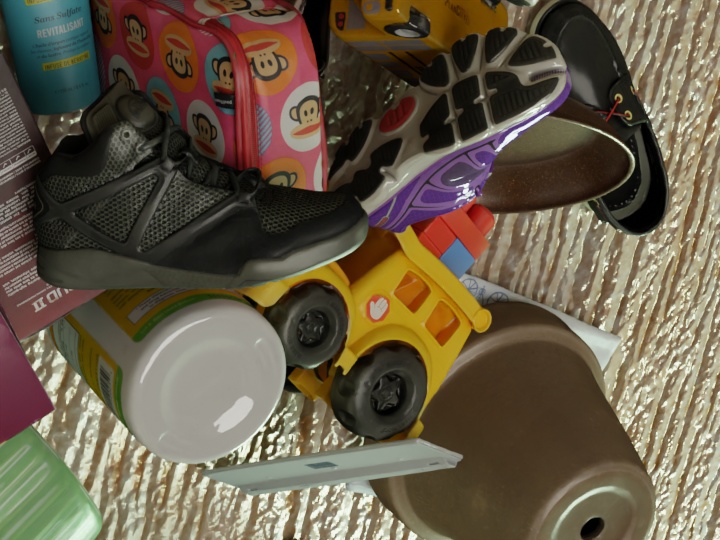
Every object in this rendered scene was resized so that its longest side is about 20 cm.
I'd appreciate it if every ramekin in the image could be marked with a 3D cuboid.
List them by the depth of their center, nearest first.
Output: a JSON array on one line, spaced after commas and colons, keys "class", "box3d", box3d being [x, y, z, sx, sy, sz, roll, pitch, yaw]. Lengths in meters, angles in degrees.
[{"class": "ramekin", "box3d": [-0.260, 0.134, 1.506, 0.098, 0.200, 0.200, -44, 129, -15]}]

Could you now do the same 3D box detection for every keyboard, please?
[{"class": "keyboard", "box3d": [-0.023, 0.140, 1.668, 0.056, 0.200, 0.011, 32, 55, -45]}]

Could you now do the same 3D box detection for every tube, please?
[{"class": "tube", "box3d": [-0.204, -0.199, 1.467, 0.077, 0.050, 0.200, -22, 118, -29]}]

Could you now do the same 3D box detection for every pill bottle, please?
[{"class": "pill bottle", "box3d": [-0.140, 0.034, 1.520, 0.111, 0.200, 0.111, -14, 121, -25]}]

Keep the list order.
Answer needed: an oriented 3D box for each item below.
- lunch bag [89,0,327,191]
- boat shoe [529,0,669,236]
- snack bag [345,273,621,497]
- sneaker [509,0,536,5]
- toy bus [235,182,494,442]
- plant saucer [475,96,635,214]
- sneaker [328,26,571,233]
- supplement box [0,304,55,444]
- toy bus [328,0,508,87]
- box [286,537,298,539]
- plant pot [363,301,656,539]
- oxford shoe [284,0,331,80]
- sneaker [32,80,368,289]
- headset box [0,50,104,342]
[{"class": "lunch bag", "box3d": [-0.098, -0.099, 1.482, 0.082, 0.200, 0.176, -18, 121, -28]}, {"class": "boat shoe", "box3d": [0.182, -0.115, 1.734, 0.074, 0.063, 0.202, -31, 124, -12]}, {"class": "snack bag", "box3d": [0.095, 0.111, 1.819, 0.188, 0.021, 0.200, 23, 100, -38]}, {"class": "sneaker", "box3d": [0.100, -0.272, 1.587, 0.083, 0.081, 0.200, -38, 132, -27]}, {"class": "toy bus", "box3d": [0.000, 0.000, 1.637, 0.192, 0.136, 0.200, -51, 127, -7]}, {"class": "plant saucer", "box3d": [0.093, -0.089, 1.638, 0.200, 0.200, 0.037, 15, 66, -36]}, {"class": "sneaker", "box3d": [0.066, -0.088, 1.520, 0.083, 0.081, 0.200, 22, 141, -37]}, {"class": "supplement box", "box3d": [-0.285, 0.040, 1.385, 0.131, 0.200, 0.103, -32, 122, -12]}, {"class": "toy bus", "box3d": [0.040, -0.170, 1.554, 0.200, 0.078, 0.065, 24, 70, -62]}, {"class": "box", "box3d": [-0.069, 0.324, 1.824, 0.163, 0.021, 0.200, -38, 128, -10]}, {"class": "plant pot", "box3d": [0.126, 0.150, 1.734, 0.200, 0.175, 0.201, -15, 124, -23]}, {"class": "oxford shoe", "box3d": [-0.065, -0.130, 1.559, 0.073, 0.084, 0.200, 0, 115, -33]}, {"class": "sneaker", "box3d": [-0.097, -0.050, 1.359, 0.199, 0.076, 0.114, 0, 113, 9]}, {"class": "headset box", "box3d": [-0.240, -0.061, 1.445, 0.077, 0.149, 0.200, -32, 125, -13]}]
